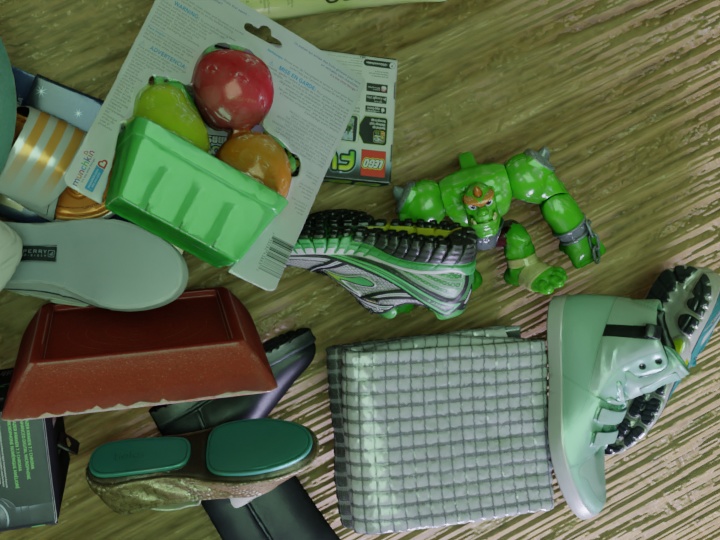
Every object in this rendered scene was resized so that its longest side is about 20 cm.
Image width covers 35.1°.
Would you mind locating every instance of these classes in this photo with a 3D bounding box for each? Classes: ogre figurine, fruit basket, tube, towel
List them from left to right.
[{"bbox_3d":[-0.110,-0.111,0.900,0.184,0.094,0.202,28,69,-18],"label":"fruit basket"},{"bbox_3d":[-0.023,-0.253,0.976,0.198,0.052,0.058,-14,140,-15],"label":"tube"},{"bbox_3d":[0.070,0.137,1.016,0.198,0.085,0.168,-4,90,-21],"label":"towel"},{"bbox_3d":[0.106,-0.036,1.007,0.198,0.098,0.121,-7,114,22],"label":"ogre figurine"}]

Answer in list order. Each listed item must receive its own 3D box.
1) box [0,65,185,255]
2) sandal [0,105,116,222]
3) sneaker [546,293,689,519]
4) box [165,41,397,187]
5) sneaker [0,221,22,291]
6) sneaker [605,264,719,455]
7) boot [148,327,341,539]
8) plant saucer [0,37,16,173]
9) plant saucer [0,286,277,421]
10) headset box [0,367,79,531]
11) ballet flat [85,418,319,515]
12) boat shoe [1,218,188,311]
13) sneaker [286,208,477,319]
[{"bbox_3d":[-0.230,-0.084,0.962,0.198,0.032,0.122,20,92,-12],"label":"box"},{"bbox_3d":[-0.282,-0.097,0.903,0.205,0.059,0.080,26,92,-9],"label":"sandal"},{"bbox_3d":[0.230,0.121,1.004,0.117,0.074,0.203,-3,91,26],"label":"sneaker"},{"bbox_3d":[-0.068,-0.135,0.967,0.198,0.035,0.112,5,88,-19],"label":"box"},{"bbox_3d":[-0.324,0.023,0.818,0.077,0.202,0.100,-12,136,25],"label":"sneaker"},{"bbox_3d":[0.281,0.090,1.063,0.079,0.077,0.201,17,110,-48],"label":"sneaker"},{"bbox_3d":[-0.070,0.172,1.003,0.164,0.066,0.201,-28,96,6],"label":"boot"},{"bbox_3d":[-0.361,-0.131,0.880,0.198,0.036,0.203,2,97,17],"label":"plant saucer"},{"bbox_3d":[-0.176,0.056,0.901,0.198,0.200,0.037,-6,105,-10],"label":"plant saucer"},{"bbox_3d":[-0.324,0.142,0.897,0.198,0.174,0.094,-7,98,-12],"label":"headset box"},{"bbox_3d":[-0.127,0.167,0.950,0.197,0.071,0.066,-5,130,9],"label":"ballet flat"},{"bbox_3d":[-0.233,-0.003,0.934,0.197,0.070,0.072,3,83,6],"label":"boat shoe"},{"bbox_3d":[0.000,0.000,0.966,0.198,0.078,0.086,9,112,22],"label":"sneaker"}]
